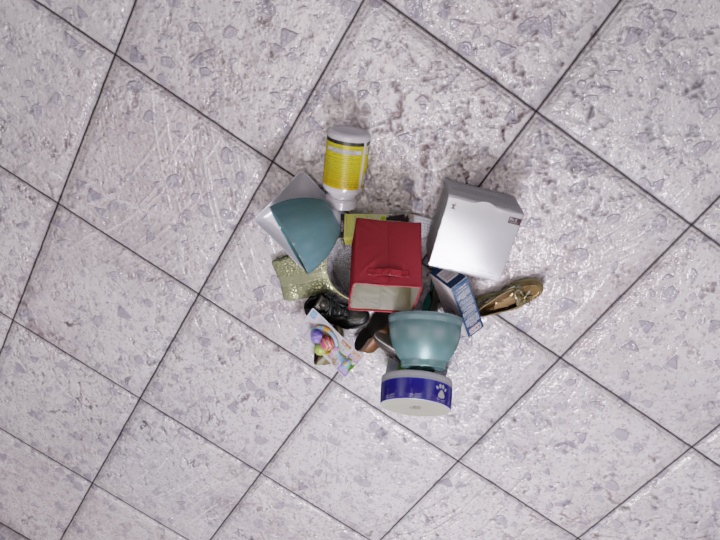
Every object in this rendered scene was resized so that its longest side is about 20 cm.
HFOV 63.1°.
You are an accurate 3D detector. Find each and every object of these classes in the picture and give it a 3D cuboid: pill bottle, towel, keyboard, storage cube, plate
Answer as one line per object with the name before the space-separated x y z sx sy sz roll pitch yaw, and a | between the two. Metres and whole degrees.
pill bottle | -0.040 -0.264 1.524 0.111 0.113 0.202 11 115 5
towel | -0.152 0.011 1.710 0.198 0.037 0.150 -11 110 15
keyboard | 0.173 -0.120 1.608 0.198 0.011 0.057 14 115 4
storage cube | 0.059 -0.009 1.488 0.169 0.182 0.200 4 156 -3
plate | -0.159 -0.141 1.631 0.200 0.032 0.200 -43 100 12

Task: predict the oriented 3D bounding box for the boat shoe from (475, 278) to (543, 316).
boat shoe | 0.412 0.083 1.626 0.199 0.063 0.074 -24 107 19

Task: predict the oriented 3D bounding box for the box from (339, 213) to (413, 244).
box | 0.044 -0.111 1.575 0.198 0.050 0.076 -1 72 5

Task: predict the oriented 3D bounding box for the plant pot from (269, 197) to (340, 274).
plant pot | -0.131 -0.110 1.535 0.134 0.200 0.201 -30 108 -8

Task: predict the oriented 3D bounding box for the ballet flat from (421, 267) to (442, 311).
ballet flat | 0.218 0.066 1.654 0.063 0.068 0.202 8 116 -4

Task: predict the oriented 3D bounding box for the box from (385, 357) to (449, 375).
box | 0.174 0.256 1.728 0.175 0.097 0.202 12 115 4

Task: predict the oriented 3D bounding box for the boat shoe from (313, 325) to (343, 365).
boat shoe | -0.078 0.226 1.761 0.075 0.072 0.200 12 147 -17

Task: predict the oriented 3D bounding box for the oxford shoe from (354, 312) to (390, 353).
oxford shoe | 0.066 0.169 1.737 0.071 0.072 0.200 24 119 -32

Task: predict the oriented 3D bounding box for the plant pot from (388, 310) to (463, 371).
plant pot | 0.168 0.192 1.547 0.198 0.200 0.136 3 75 9

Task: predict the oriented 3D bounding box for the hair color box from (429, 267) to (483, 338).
hair color box | 0.262 0.080 1.594 0.060 0.100 0.201 -35 130 -11

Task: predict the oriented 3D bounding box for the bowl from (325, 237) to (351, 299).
bowl | 0.000 0.000 1.627 0.198 0.094 0.203 1 72 -5

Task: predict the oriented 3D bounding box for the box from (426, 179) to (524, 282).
box | 0.289 -0.104 1.518 0.197 0.131 0.202 14 115 -2

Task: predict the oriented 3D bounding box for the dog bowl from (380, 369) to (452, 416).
dog bowl | 0.154 0.340 1.617 0.198 0.080 0.201 5 154 2

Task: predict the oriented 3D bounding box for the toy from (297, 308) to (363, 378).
toy | -0.096 0.215 1.660 0.200 0.047 0.115 42 129 4

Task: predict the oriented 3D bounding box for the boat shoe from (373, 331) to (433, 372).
boat shoe | 0.116 0.243 1.646 0.199 0.067 0.057 28 112 -4

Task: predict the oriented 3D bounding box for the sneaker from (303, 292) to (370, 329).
sneaker | -0.071 0.118 1.698 0.197 0.114 0.077 14 77 5
